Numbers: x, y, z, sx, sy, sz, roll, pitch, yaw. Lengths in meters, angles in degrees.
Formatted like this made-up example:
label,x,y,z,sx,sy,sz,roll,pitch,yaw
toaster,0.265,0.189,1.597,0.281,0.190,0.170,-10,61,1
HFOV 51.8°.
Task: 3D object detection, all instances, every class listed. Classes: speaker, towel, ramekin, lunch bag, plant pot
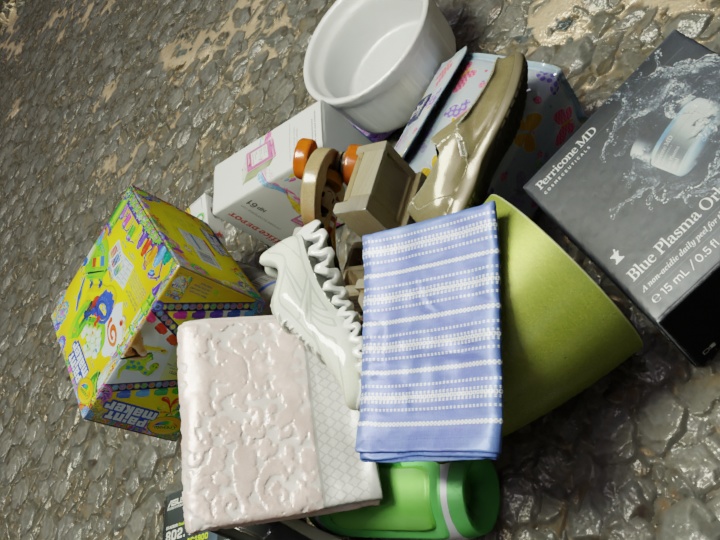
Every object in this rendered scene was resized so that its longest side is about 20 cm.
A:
label,x,y,z,sx,sy,sz,roll,pitch,yaw
speaker,0.037,0.224,0.746,0.198,0.088,0.090,-13,59,37
towel,0.052,0.053,0.611,0.143,0.024,0.204,-12,70,41
ramekin,0.029,-0.280,0.967,0.198,0.097,0.204,-21,54,32
lunch bag,0.122,-0.149,0.835,0.199,0.127,0.171,30,86,46
plant pot,0.112,0.070,0.667,0.200,0.187,0.187,-45,45,5
towel,-0.081,0.138,0.721,0.187,0.032,0.203,-5,65,-8

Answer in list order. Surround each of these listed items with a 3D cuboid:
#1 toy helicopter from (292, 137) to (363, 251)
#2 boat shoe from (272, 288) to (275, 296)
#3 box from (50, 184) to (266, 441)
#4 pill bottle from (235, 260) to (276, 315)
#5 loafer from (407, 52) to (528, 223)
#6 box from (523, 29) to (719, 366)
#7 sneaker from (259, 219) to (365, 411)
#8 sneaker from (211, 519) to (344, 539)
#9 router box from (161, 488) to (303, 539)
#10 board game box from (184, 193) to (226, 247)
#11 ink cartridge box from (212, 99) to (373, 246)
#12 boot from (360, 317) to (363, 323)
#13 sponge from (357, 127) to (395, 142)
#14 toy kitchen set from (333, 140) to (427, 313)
label,x,y,z,sx,sy,sz,roll,pitch,yaw
toy helicopter,-0.044,-0.045,0.864,0.077,0.202,0.133,9,44,12
boat shoe,-0.024,0.093,0.803,0.074,0.201,0.073,-37,3,-1
box,-0.238,0.045,0.846,0.194,0.121,0.200,-54,42,9
pill bottle,-0.158,0.051,0.994,0.198,0.113,0.115,17,80,46
loafer,0.103,-0.122,0.711,0.067,0.076,0.203,22,81,19
box,0.286,-0.066,0.651,0.197,0.117,0.201,-46,44,13
sneaker,-0.040,0.049,0.719,0.080,0.076,0.202,-20,60,-5
sneaker,-0.088,0.308,0.752,0.197,0.075,0.107,18,61,10
router box,-0.155,0.325,0.882,0.198,0.062,0.152,-26,51,30
board game box,-0.223,0.014,0.965,0.125,0.034,0.202,-35,50,26
ink cartridge box,-0.081,-0.116,0.989,0.198,0.144,0.086,-23,55,31
boot,-0.092,0.107,0.873,0.199,0.155,0.077,-37,47,21
sponge,0.011,-0.225,1.047,0.199,0.030,0.113,-33,49,25
toy kitchen set,0.000,0.000,0.801,0.178,0.200,0.166,-5,57,40
